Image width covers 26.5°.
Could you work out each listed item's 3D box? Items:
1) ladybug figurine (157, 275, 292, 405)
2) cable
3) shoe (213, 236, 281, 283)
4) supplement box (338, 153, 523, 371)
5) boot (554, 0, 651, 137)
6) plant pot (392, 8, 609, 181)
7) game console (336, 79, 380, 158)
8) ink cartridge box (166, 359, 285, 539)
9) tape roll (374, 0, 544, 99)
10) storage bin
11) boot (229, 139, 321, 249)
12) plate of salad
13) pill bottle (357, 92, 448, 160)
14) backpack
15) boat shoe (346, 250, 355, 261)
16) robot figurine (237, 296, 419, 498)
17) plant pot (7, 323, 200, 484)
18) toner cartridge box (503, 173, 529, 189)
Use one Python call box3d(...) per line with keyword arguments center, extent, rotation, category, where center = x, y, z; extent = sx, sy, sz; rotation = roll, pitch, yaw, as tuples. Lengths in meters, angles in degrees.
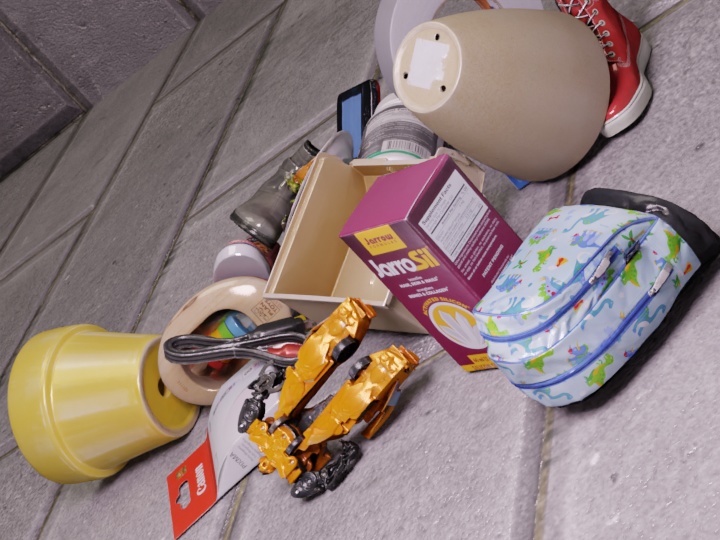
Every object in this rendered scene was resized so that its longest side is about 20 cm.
box3d(center=(-0.161, 0.079, 1.874), extent=(0.200, 0.136, 0.072), rotation=(-39, 12, 18), category="ladybug figurine")
box3d(center=(-0.128, 0.097, 1.782), extent=(0.198, 0.051, 0.097), rotation=(-14, 37, -3), category="cable")
box3d(center=(-0.141, -0.010, 1.932), extent=(0.071, 0.201, 0.092), rotation=(-2, 64, 5), category="shoe")
box3d(center=(0.091, -0.003, 1.449), extent=(0.110, 0.200, 0.086), rotation=(-13, 37, 53), category="supplement box")
box3d(center=(0.257, -0.247, 1.689), extent=(0.072, 0.144, 0.201), rotation=(-29, 27, 29), category="boot")
box3d(center=(0.131, -0.199, 1.616), extent=(0.186, 0.199, 0.190), rotation=(-5, 83, 42), category="plant pot")
box3d(center=(-0.050, -0.168, 2.101), extent=(0.200, 0.117, 0.175), rotation=(180, 90, -75), category="game console")
box3d(center=(-0.161, 0.196, 1.769), extent=(0.199, 0.057, 0.163), rotation=(-38, 21, 4), category="ink cartridge box")
box3d(center=(0.118, -0.276, 1.804), extent=(0.200, 0.200, 0.066), rotation=(-46, 19, -7), category="tape roll")
box3d(center=(0.019, -0.038, 1.684), extent=(0.199, 0.093, 0.200), rotation=(2, 66, 48), category="storage bin")
box3d(center=(-0.097, -0.107, 1.924), extent=(0.131, 0.067, 0.200), rotation=(-54, 5, 12), category="boot")
box3d(center=(-0.060, -0.076, 1.840), extent=(0.200, 0.048, 0.202), rotation=(21, -90, -77), category="plate of salad")
box3d(center=(0.052, -0.140, 1.917), extent=(0.113, 0.113, 0.201), rotation=(-34, 22, 25), category="pill bottle")
box3d(center=(0.193, 0.022, 1.328), extent=(0.163, 0.153, 0.201), rotation=(15, 74, 59), category="backpack")
box3d(center=(0.000, 0.000, 1.809), extent=(0.199, 0.072, 0.066), rotation=(-29, 29, 39), category="boat shoe")
box3d(center=(-0.036, 0.134, 1.558), extent=(0.200, 0.145, 0.058), rotation=(-50, -24, 16), category="robot figurine")
box3d(center=(-0.314, 0.160, 1.945), extent=(0.187, 0.202, 0.202), rotation=(-13, 34, 30), category="plant pot")
box3d(center=(0.203, -0.178, 1.803), extent=(0.095, 0.043, 0.201), rotation=(-39, 21, 20), category="toner cartridge box")
